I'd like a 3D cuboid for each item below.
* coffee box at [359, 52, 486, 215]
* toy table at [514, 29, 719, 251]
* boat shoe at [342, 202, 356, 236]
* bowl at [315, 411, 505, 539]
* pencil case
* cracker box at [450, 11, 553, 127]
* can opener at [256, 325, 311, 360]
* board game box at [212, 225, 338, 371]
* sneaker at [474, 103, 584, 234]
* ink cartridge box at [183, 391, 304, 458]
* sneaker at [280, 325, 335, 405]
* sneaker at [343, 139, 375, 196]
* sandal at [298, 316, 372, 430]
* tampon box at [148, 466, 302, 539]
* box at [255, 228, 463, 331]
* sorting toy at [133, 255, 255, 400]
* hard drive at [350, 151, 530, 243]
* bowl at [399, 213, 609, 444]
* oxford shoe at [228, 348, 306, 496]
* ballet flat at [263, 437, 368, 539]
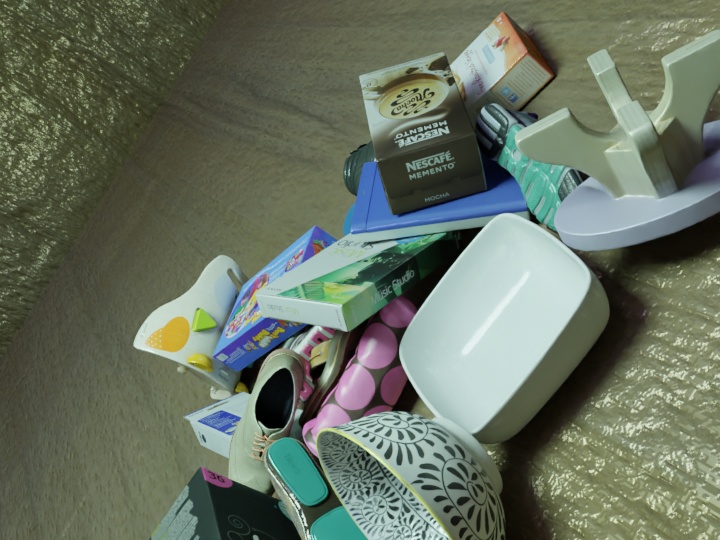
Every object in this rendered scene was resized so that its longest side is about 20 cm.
[{"bbox_3d":[0.069,-0.165,0.983,0.113,0.080,0.200,-15,40,5],"label":"coffee box"},{"bbox_3d":[0.243,-0.112,0.719,0.200,0.117,0.184,-31,26,8],"label":"toy table"},{"bbox_3d":[0.054,-0.054,1.080,0.200,0.069,0.084,7,81,54],"label":"boat shoe"},{"bbox_3d":[0.061,0.191,0.731,0.094,0.201,0.201,-36,20,-24],"label":"bowl"},{"bbox_3d":[0.010,0.123,0.944,0.200,0.091,0.094,-59,23,1],"label":"pencil case"},{"bbox_3d":[0.148,-0.230,1.112,0.200,0.058,0.134,-44,30,24],"label":"cracker box"},{"bbox_3d":[-0.064,0.067,1.153,0.063,0.079,0.200,43,97,16],"label":"can opener"},{"bbox_3d":[-0.115,0.041,1.142,0.200,0.045,0.135,-35,28,45],"label":"board game box"},{"bbox_3d":[0.208,-0.115,0.898,0.200,0.087,0.074,59,142,35],"label":"sneaker"},{"bbox_3d":[-0.152,0.206,1.111,0.099,0.039,0.200,-21,12,-29],"label":"ink cartridge box"},{"bbox_3d":[-0.048,0.093,1.078,0.200,0.074,0.087,-41,20,14],"label":"sneaker"},{"bbox_3d":[0.034,-0.191,1.238,0.099,0.071,0.200,10,74,55],"label":"sneaker"},{"bbox_3d":[-0.029,0.099,0.998,0.054,0.080,0.200,31,111,29],"label":"sandal"},{"bbox_3d":[-0.124,0.331,0.875,0.126,0.150,0.200,-54,28,7],"label":"tampon box"},{"bbox_3d":[0.000,0.000,0.946,0.144,0.036,0.200,5,31,45],"label":"box"},{"bbox_3d":[-0.208,0.081,1.252,0.107,0.200,0.180,5,64,31],"label":"sorting toy"},{"bbox_3d":[0.094,-0.095,0.977,0.200,0.025,0.132,-7,42,16],"label":"hard drive"},{"bbox_3d":[0.141,0.060,0.812,0.200,0.075,0.200,-53,29,8],"label":"bowl"},{"bbox_3d":[-0.114,0.190,0.963,0.074,0.071,0.200,-100,23,-86],"label":"oxford shoe"},{"bbox_3d":[-0.038,0.265,0.886,0.200,0.068,0.067,55,154,35],"label":"ballet flat"}]
